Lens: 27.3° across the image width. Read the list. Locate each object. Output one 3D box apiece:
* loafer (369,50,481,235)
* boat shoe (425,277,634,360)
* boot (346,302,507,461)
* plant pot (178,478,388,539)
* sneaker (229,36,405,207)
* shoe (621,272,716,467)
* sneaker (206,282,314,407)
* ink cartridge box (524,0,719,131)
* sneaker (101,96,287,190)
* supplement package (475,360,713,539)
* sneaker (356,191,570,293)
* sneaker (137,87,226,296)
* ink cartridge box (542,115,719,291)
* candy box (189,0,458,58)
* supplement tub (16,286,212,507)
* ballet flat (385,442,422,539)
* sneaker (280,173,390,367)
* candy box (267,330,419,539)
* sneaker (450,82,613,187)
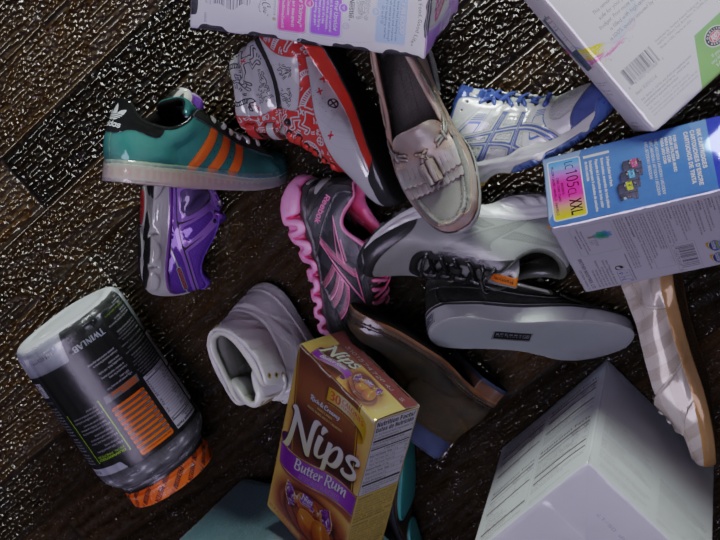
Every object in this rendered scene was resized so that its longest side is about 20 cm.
[{"bbox_3d":[0.046,-0.125,1.277,0.072,0.063,0.201,-25,66,19],"label":"loafer"},{"bbox_3d":[0.157,0.036,1.366,0.199,0.064,0.071,6,145,-13],"label":"boat shoe"},{"bbox_3d":[0.044,0.107,1.375,0.200,0.075,0.097,32,98,-33],"label":"boot"},{"bbox_3d":[-0.061,0.339,1.448,0.199,0.196,0.197,-2,112,33],"label":"plant pot"},{"bbox_3d":[-0.043,-0.129,1.337,0.108,0.067,0.202,-29,85,24],"label":"sneaker"},{"bbox_3d":[0.286,0.087,1.361,0.053,0.070,0.201,-13,100,18],"label":"shoe"},{"bbox_3d":[-0.070,0.119,1.423,0.074,0.116,0.200,-37,94,36],"label":"sneaker"},{"bbox_3d":[0.215,-0.227,1.230,0.117,0.067,0.200,-41,98,1],"label":"ink cartridge box"},{"bbox_3d":[-0.142,-0.114,1.332,0.071,0.199,0.080,9,97,44],"label":"sneaker"},{"bbox_3d":[0.217,0.218,1.356,0.152,0.200,0.151,43,115,-6],"label":"supplement package"},{"bbox_3d":[0.095,-0.018,1.313,0.199,0.080,0.074,-8,150,-9],"label":"sneaker"},{"bbox_3d":[-0.167,-0.075,1.414,0.083,0.081,0.201,-1,109,-20],"label":"sneaker"},{"bbox_3d":[0.269,-0.058,1.263,0.199,0.077,0.136,-11,152,18],"label":"ink cartridge box"},{"bbox_3d":[-0.023,-0.244,1.244,0.199,0.168,0.072,9,114,10],"label":"candy box"},{"bbox_3d":[-0.240,0.128,1.475,0.122,0.123,0.201,-27,103,22],"label":"supplement tub"},{"bbox_3d":[0.026,0.244,1.488,0.073,0.073,0.201,-2,113,14],"label":"ballet flat"},{"bbox_3d":[0.000,0.000,1.379,0.095,0.079,0.201,-10,111,34],"label":"sneaker"},{"bbox_3d":[-0.020,0.170,1.349,0.117,0.056,0.201,42,132,37],"label":"candy box"},{"bbox_3d":[0.123,-0.130,1.308,0.199,0.075,0.089,-24,99,18],"label":"sneaker"}]
